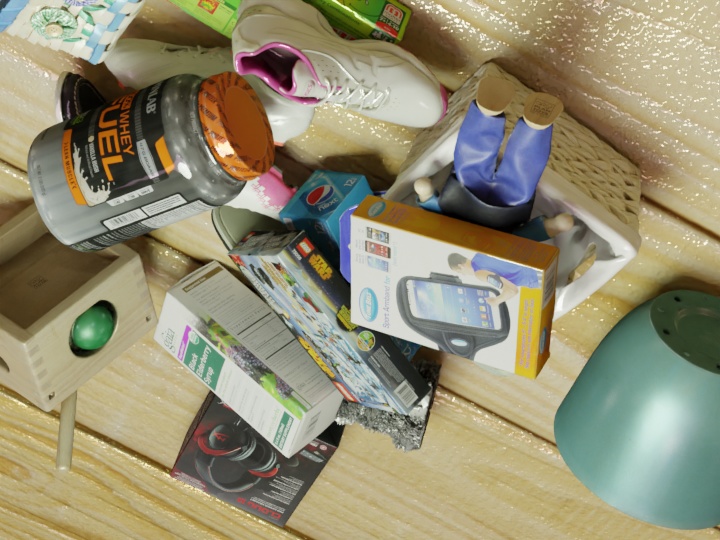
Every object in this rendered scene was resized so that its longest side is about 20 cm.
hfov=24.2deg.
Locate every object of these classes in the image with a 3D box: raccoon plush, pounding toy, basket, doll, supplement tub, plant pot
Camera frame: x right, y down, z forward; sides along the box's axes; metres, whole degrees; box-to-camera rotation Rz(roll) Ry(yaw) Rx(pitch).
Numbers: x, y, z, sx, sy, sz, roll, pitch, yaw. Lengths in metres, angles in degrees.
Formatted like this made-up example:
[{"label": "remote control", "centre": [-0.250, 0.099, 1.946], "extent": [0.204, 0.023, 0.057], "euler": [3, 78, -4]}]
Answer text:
[{"label": "raccoon plush", "centre": [0.011, 0.115, 1.734], "extent": [0.134, 0.097, 0.200], "euler": [15, 159, 5]}, {"label": "pounding toy", "centre": [-0.312, 0.063, 1.703], "extent": [0.200, 0.184, 0.142], "euler": [28, 144, 33]}, {"label": "basket", "centre": [-0.268, -0.285, 1.427], "extent": [0.200, 0.139, 0.176], "euler": [33, 135, -13]}, {"label": "doll", "centre": [0.114, -0.064, 1.397], "extent": [0.136, 0.048, 0.200], "euler": [18, 136, 3]}, {"label": "supplement tub", "centre": [-0.185, -0.100, 1.494], "extent": [0.200, 0.123, 0.123], "euler": [-19, 125, 23]}, {"label": "plant pot", "centre": [0.304, 0.117, 1.590], "extent": [0.200, 0.201, 0.161], "euler": [19, 125, 0]}, {"label": "basket", "centre": [0.141, -0.073, 1.503], "extent": [0.200, 0.123, 0.136], "euler": [33, 134, -15]}]

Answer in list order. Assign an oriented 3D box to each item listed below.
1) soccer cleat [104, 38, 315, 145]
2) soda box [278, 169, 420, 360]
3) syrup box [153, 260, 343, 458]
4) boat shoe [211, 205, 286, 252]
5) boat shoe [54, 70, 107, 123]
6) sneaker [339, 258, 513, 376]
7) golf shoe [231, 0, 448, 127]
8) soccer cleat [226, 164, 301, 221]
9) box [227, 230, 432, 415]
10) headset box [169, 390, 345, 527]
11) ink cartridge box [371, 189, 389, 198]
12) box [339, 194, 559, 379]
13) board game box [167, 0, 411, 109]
[{"label": "soccer cleat", "centre": [-0.134, -0.181, 1.540], "extent": [0.200, 0.069, 0.078], "euler": [19, 132, -9]}, {"label": "soda box", "centre": [0.000, 0.000, 1.623], "extent": [0.064, 0.068, 0.200], "euler": [10, 140, 39]}, {"label": "syrup box", "centre": [-0.114, 0.089, 1.729], "extent": [0.200, 0.081, 0.079], "euler": [39, 136, 17]}, {"label": "boat shoe", "centre": [-0.079, -0.002, 1.689], "extent": [0.199, 0.075, 0.066], "euler": [34, 151, -21]}, {"label": "boat shoe", "centre": [-0.238, -0.114, 1.633], "extent": [0.060, 0.074, 0.200], "euler": [0, 136, 20]}, {"label": "sneaker", "centre": [0.072, 0.021, 1.517], "extent": [0.200, 0.078, 0.086], "euler": [27, 171, 10]}, {"label": "golf shoe", "centre": [-0.022, -0.162, 1.429], "extent": [0.200, 0.092, 0.075], "euler": [24, 134, -7]}, {"label": "soccer cleat", "centre": [-0.143, -0.092, 1.604], "extent": [0.200, 0.086, 0.070], "euler": [37, 176, -10]}, {"label": "box", "centre": [-0.031, 0.048, 1.593], "extent": [0.200, 0.040, 0.137], "euler": [52, 161, -17]}, {"label": "headset box", "centre": [-0.117, 0.196, 1.892], "extent": [0.149, 0.075, 0.200], "euler": [26, 136, -7]}, {"label": "ink cartridge box", "centre": [0.079, -0.015, 1.646], "extent": [0.095, 0.037, 0.200], "euler": [-6, 133, 26]}, {"label": "box", "centre": [0.066, 0.011, 1.427], "extent": [0.200, 0.041, 0.119], "euler": [15, 130, 19]}, {"label": "board game box", "centre": [-0.068, -0.236, 1.471], "extent": [0.200, 0.048, 0.102], "euler": [30, 135, -11]}]
